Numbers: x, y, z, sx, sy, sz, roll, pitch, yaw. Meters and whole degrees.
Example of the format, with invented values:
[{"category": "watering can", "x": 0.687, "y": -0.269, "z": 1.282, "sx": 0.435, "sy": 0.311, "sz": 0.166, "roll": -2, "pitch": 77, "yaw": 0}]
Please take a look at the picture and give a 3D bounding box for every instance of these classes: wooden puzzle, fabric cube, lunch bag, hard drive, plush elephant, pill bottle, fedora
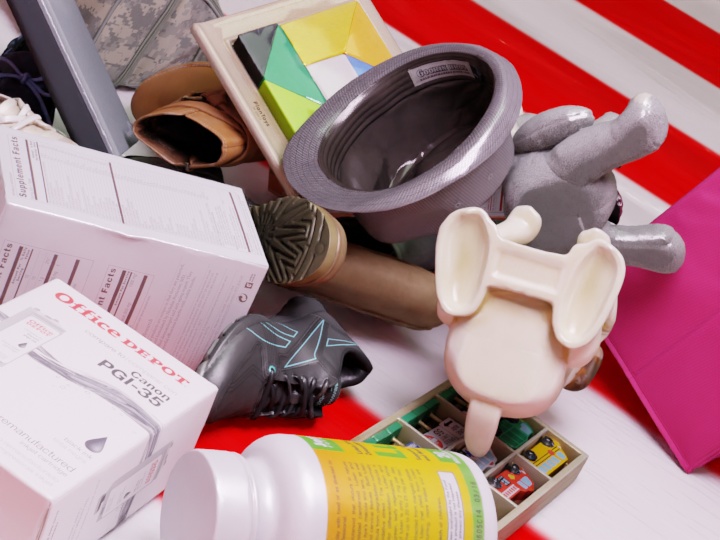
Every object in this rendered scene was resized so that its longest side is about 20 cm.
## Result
[{"category": "wooden puzzle", "x": -0.023, "y": -0.155, "z": 1.511, "sx": 0.199, "sy": 0.037, "sz": 0.186, "roll": -21, "pitch": 73, "yaw": -39}, {"category": "fabric cube", "x": 0.346, "y": 0.028, "z": 1.566, "sx": 0.196, "sy": 0.199, "sz": 0.201, "roll": -12, "pitch": 66, "yaw": -52}, {"category": "lunch bag", "x": -0.228, "y": -0.268, "z": 1.729, "sx": 0.167, "sy": 0.140, "sz": 0.200, "roll": 20, "pitch": 22, "yaw": -50}, {"category": "hard drive", "x": -0.245, "y": -0.184, "z": 1.479, "sx": 0.140, "sy": 0.033, "sz": 0.201, "roll": -90, "pitch": 157, "yaw": -80}, {"category": "plush elephant", "x": 0.167, "y": -0.083, "z": 1.505, "sx": 0.198, "sy": 0.166, "sz": 0.155, "roll": -15, "pitch": 34, "yaw": 13}, {"category": "pill bottle", "x": -0.022, "y": 0.163, "z": 1.147, "sx": 0.199, "sy": 0.112, "sz": 0.111, "roll": 9, "pitch": 31, "yaw": -31}, {"category": "fedora", "x": 0.045, "y": -0.089, "z": 1.426, "sx": 0.200, "sy": 0.091, "sz": 0.176, "roll": -43, "pitch": 42, "yaw": -16}]

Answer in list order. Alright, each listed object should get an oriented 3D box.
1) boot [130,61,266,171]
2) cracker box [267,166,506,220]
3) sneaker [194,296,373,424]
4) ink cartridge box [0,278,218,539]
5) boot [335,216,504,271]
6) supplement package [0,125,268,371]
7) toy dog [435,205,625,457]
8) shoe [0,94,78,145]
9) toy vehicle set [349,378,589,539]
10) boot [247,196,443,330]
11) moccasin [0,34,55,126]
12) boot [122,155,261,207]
[{"category": "boot", "x": -0.150, "y": -0.124, "z": 1.544, "sx": 0.199, "sy": 0.077, "sz": 0.155, "roll": 16, "pitch": 22, "yaw": 27}, {"category": "cracker box", "x": 0.030, "y": -0.085, "z": 1.612, "sx": 0.198, "sy": 0.058, "sz": 0.134, "roll": 1, "pitch": 11, "yaw": -20}, {"category": "sneaker", "x": -0.058, "y": 0.073, "z": 1.322, "sx": 0.079, "sy": 0.076, "sz": 0.200, "roll": 36, "pitch": 28, "yaw": 15}, {"category": "ink cartridge box", "x": -0.205, "y": 0.097, "z": 1.133, "sx": 0.146, "sy": 0.083, "sz": 0.200, "roll": 33, "pitch": 27, "yaw": 13}, {"category": "boot", "x": 0.094, "y": -0.021, "z": 1.600, "sx": 0.181, "sy": 0.073, "sz": 0.199, "roll": 9, "pitch": 3, "yaw": 40}, {"category": "supplement package", "x": -0.186, "y": -0.012, "z": 1.317, "sx": 0.198, "sy": 0.110, "sz": 0.114, "roll": 14, "pitch": 29, "yaw": -24}, {"category": "toy dog", "x": 0.136, "y": 0.047, "z": 1.394, "sx": 0.138, "sy": 0.196, "sz": 0.200, "roll": 6, "pitch": -2, "yaw": 12}, {"category": "shoe", "x": -0.303, "y": -0.115, "z": 1.409, "sx": 0.198, "sy": 0.054, "sz": 0.070, "roll": 17, "pitch": 24, "yaw": 15}, {"category": "toy vehicle set", "x": 0.082, "y": 0.145, "z": 1.369, "sx": 0.124, "sy": 0.027, "sz": 0.200, "roll": 35, "pitch": 27, "yaw": 17}, {"category": "boot", "x": 0.000, "y": 0.000, "z": 1.419, "sx": 0.199, "sy": 0.067, "sz": 0.175, "roll": 20, "pitch": -3, "yaw": -34}, {"category": "moccasin", "x": -0.293, "y": -0.160, "z": 1.535, "sx": 0.080, "sy": 0.069, "sz": 0.201, "roll": 17, "pitch": 29, "yaw": -18}, {"category": "boot", "x": -0.180, "y": -0.056, "z": 1.481, "sx": 0.199, "sy": 0.068, "sz": 0.131, "roll": 5, "pitch": 21, "yaw": -36}]
